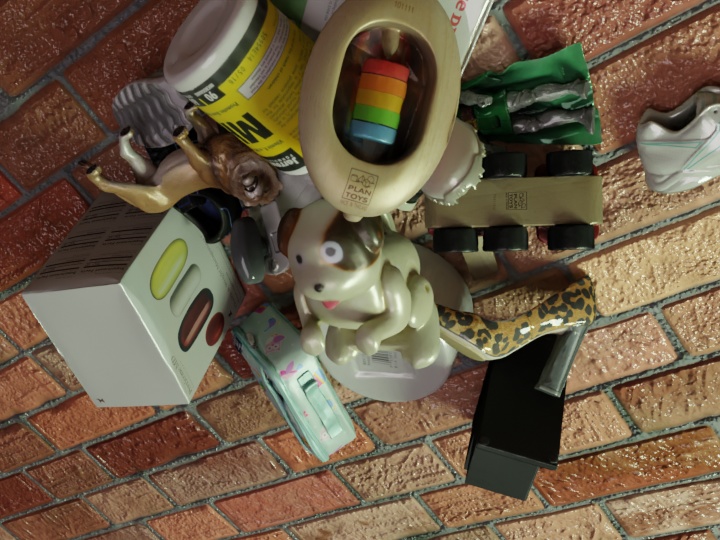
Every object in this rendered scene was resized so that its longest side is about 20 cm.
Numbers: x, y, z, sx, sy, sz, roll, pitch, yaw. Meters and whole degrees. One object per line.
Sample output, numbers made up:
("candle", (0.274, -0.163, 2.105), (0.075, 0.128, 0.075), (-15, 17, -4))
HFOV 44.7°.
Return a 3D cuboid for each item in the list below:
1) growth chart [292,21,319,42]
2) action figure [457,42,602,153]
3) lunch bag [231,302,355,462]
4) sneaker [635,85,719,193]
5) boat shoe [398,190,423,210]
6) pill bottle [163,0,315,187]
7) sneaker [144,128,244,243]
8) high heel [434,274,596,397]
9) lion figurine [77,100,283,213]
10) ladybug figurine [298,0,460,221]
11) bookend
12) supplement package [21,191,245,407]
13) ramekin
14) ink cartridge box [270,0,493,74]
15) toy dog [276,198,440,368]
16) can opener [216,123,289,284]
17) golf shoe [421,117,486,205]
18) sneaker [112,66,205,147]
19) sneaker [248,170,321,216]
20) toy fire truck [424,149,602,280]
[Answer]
("growth chart", (-0.033, -0.250, 0.891), (0.142, 0.018, 0.202), (11, 131, 11))
("action figure", (0.135, -0.158, 0.889), (0.197, 0.055, 0.119), (-4, 130, 27))
("lunch bag", (-0.087, 0.147, 1.145), (0.077, 0.160, 0.201), (-34, 125, -10))
("sneaker", (0.355, -0.135, 0.818), (0.198, 0.071, 0.081), (-15, 120, 30))
("boat shoe", (-0.006, -0.143, 0.937), (0.198, 0.072, 0.068), (30, 126, -16))
("pill bottle", (-0.072, -0.161, 0.809), (0.113, 0.116, 0.199), (-26, 134, 34))
("sneaker", (-0.208, -0.122, 1.018), (0.070, 0.078, 0.201), (-22, 119, 34))
("high heel", (0.169, 0.038, 0.994), (0.198, 0.144, 0.071), (26, 171, -9))
("lion figurine", (-0.188, -0.102, 0.920), (0.197, 0.073, 0.123), (-11, 139, 24))
("ladybug figurine", (0.012, -0.142, 0.747), (0.134, 0.072, 0.203), (16, 94, -13))
("bookend", (0.183, 0.208, 1.077), (0.091, 0.201, 0.201), (14, 131, 7))
("supplement package", (-0.268, 0.029, 1.084), (0.145, 0.201, 0.193), (-5, 128, 23))
("ramekin", (0.035, 0.069, 1.081), (0.197, 0.098, 0.203), (9, 131, 11))
("ink cartridge box", (0.027, -0.276, 0.784), (0.198, 0.088, 0.146), (24, 128, 1))
("toy dog", (0.000, 0.000, 0.893), (0.138, 0.197, 0.200), (9, 165, 27))
("can opener", (-0.121, -0.089, 0.967), (0.052, 0.066, 0.203), (-17, 85, 41))
("golf shoe", (0.047, -0.144, 0.824), (0.078, 0.201, 0.097), (-43, 134, 20))
("sneaker", (-0.180, -0.192, 0.937), (0.198, 0.082, 0.075), (-17, 111, 30))
("sneaker", (-0.098, -0.090, 1.024), (0.088, 0.075, 0.200), (43, 124, -2))
("toy fire truck", (0.160, -0.052, 0.937), (0.173, 0.200, 0.131), (-2, 91, 8))
